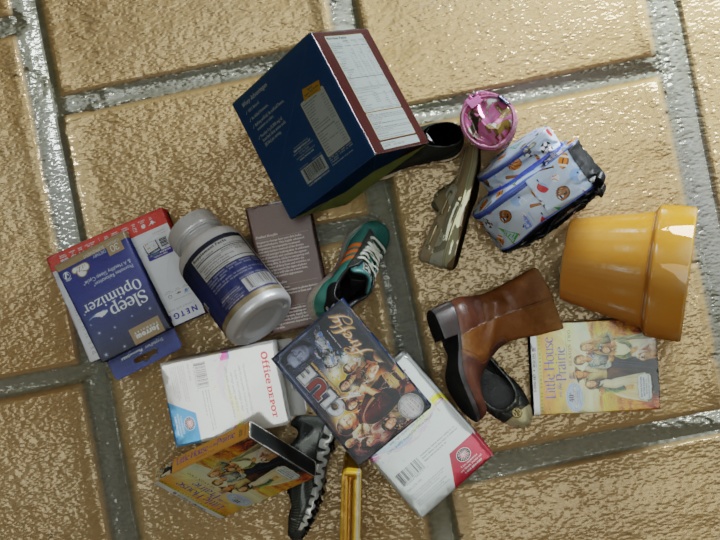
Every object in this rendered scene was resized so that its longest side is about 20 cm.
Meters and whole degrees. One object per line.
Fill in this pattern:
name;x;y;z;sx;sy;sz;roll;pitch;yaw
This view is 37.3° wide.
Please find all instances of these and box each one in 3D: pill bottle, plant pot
pill bottle;-0.202;0.005;1.594;0.111;0.111;0.200;-40;67;0
plant pot;0.399;-0.005;1.602;0.182;0.200;0.201;7;89;16

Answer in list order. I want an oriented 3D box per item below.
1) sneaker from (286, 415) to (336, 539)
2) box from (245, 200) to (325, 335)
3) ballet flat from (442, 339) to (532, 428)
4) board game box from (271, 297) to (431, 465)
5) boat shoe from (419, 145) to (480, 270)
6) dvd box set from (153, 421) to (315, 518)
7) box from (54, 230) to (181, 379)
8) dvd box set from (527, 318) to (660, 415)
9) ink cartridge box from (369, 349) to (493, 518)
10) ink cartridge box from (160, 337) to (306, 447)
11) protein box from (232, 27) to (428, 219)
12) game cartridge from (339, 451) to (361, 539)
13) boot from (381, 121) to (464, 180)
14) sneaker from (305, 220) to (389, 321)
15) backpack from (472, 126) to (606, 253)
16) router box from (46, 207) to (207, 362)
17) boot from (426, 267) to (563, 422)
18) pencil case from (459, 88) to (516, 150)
sneaker;-0.095;0.316;1.661;0.090;0.066;0.201;15;88;7
box;-0.109;-0.007;1.661;0.100;0.075;0.201;-11;91;1
ballet flat;0.194;0.167;1.659;0.066;0.057;0.200;-40;89;1
board game box;-0.013;0.159;1.529;0.135;0.035;0.200;-41;88;5
boat shoe;0.141;-0.103;1.659;0.065;0.072;0.201;14;85;14
dvd box set;-0.188;0.301;1.593;0.200;0.029;0.146;-28;131;28
box;-0.369;0.055;1.635;0.121;0.032;0.201;-27;90;0
dvd box set;0.364;0.149;1.669;0.199;0.029;0.147;-2;89;1
ink cartridge box;0.077;0.240;1.615;0.145;0.145;0.200;-41;89;1
ink cartridge box;-0.186;0.180;1.631;0.199;0.125;0.129;-11;89;1
protein box;-0.047;-0.217;1.577;0.198;0.135;0.201;-34;80;40
game cartridge;-0.015;0.370;1.588;0.032;0.200;0.177;1;88;-2
boot;0.061;-0.190;1.627;0.199;0.138;0.078;-16;89;2
sneaker;0.000;0.000;1.619;0.071;0.080;0.200;49;57;-24
backpack;0.257;-0.120;1.603;0.190;0.200;0.154;-44;87;7
router box;-0.362;0.023;1.675;0.199;0.049;0.180;-24;89;0
boot;0.217;0.113;1.627;0.199;0.068;0.189;-18;83;-19
pencil case;0.194;-0.224;1.597;0.082;0.200;0.087;16;99;7
